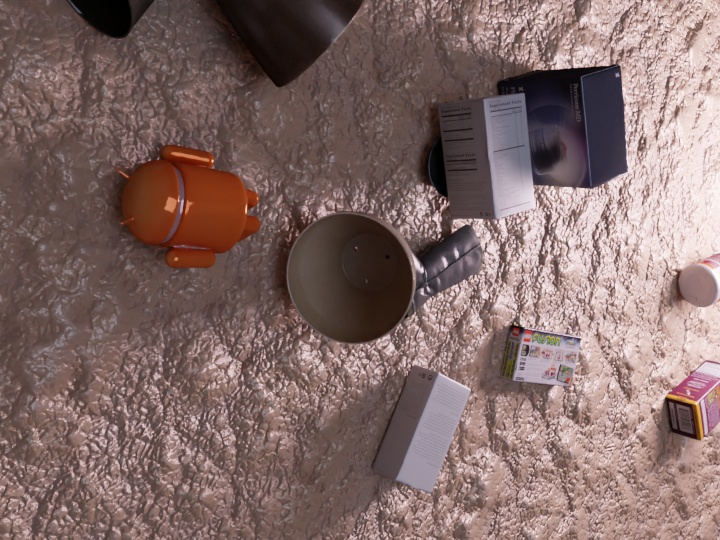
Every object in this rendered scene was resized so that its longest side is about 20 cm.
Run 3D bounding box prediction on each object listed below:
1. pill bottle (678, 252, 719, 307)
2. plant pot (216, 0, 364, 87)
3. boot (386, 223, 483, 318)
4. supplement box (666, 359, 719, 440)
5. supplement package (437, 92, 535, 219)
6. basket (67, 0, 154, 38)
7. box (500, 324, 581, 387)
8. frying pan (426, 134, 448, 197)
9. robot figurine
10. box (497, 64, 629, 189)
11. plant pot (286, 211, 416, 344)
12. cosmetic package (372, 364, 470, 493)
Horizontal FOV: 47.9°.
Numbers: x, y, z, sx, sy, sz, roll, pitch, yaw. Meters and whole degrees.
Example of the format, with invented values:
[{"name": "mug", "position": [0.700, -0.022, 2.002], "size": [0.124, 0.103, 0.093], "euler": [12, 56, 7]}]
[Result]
[{"name": "pill bottle", "position": [0.890, 0.016, 2.016], "size": [0.199, 0.109, 0.111], "euler": [-17, 108, -35]}, {"name": "plant pot", "position": [-0.123, -0.389, 1.105], "size": [0.200, 0.186, 0.188], "euler": [41, 72, -24]}, {"name": "boot", "position": [0.129, -0.029, 1.422], "size": [0.199, 0.072, 0.183], "euler": [-30, 129, -24]}, {"name": "supplement box", "position": [0.877, 0.328, 2.073], "size": [0.199, 0.085, 0.111], "euler": [-29, 114, -32]}, {"name": "supplement package", "position": [0.219, -0.198, 1.406], "size": [0.113, 0.109, 0.202], "euler": [-16, 104, -38]}, {"name": "basket", "position": [-0.273, -0.418, 0.992], "size": [0.201, 0.135, 0.181], "euler": [-55, 162, -25]}, {"name": "box", "position": [0.377, 0.179, 1.678], "size": [0.199, 0.035, 0.111], "euler": [12, 90, -39]}, {"name": "frying pan", "position": [0.184, -0.184, 1.465], "size": [0.189, 0.031, 0.116], "euler": [7, 92, -42]}, {"name": "robot figurine", "position": [-0.233, -0.087, 1.093], "size": [0.199, 0.116, 0.145], "euler": [7, 108, -40]}, {"name": "box", "position": [0.372, -0.265, 1.496], "size": [0.123, 0.198, 0.202], "euler": [-23, 110, -34]}, {"name": "plant pot", "position": [0.000, 0.000, 1.267], "size": [0.134, 0.198, 0.202], "euler": [-37, 126, -71]}, {"name": "cosmetic package", "position": [0.111, 0.284, 1.458], "size": [0.101, 0.071, 0.201], "euler": [30, 78, -38]}]
